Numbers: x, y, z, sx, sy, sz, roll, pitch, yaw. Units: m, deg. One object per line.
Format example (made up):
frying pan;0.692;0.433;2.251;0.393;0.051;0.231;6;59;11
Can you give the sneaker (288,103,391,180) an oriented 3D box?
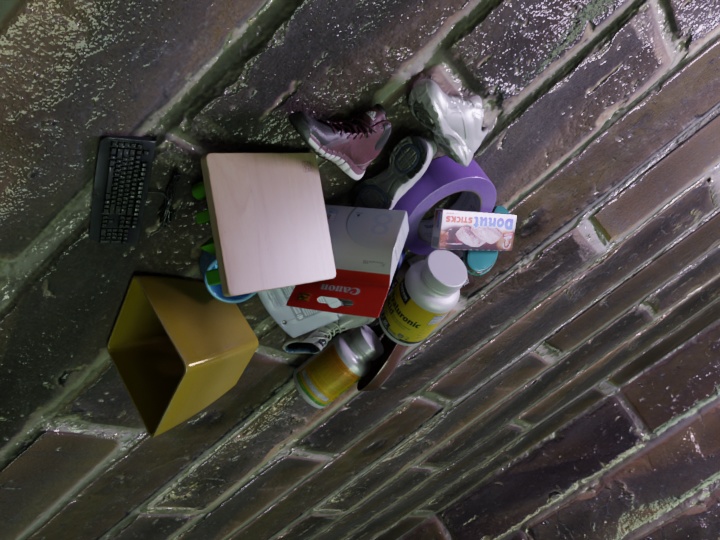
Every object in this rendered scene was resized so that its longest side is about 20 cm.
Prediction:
sneaker;-0.021;-0.220;1.020;0.115;0.076;0.200;-43;155;12

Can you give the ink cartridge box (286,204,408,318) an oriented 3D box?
ink cartridge box;-0.022;-0.021;1.095;0.159;0.201;0.047;7;139;18

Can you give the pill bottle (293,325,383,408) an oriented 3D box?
pill bottle;-0.047;0.213;1.528;0.200;0.111;0.111;-40;145;16

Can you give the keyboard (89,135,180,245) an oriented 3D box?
keyboard;-0.320;-0.111;0.977;0.126;0.021;0.201;-5;141;-31

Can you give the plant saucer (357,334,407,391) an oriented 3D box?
plant saucer;0.060;0.195;1.534;0.201;0.034;0.200;-56;-175;7

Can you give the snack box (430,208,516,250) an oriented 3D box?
snack box;0.216;-0.075;1.271;0.199;0.024;0.072;0;100;-37

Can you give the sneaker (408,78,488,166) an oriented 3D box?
sneaker;0.149;-0.259;1.095;0.100;0.078;0.200;-50;145;1

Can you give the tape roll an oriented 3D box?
tape roll;0.155;-0.121;1.277;0.199;0.066;0.201;-20;145;-15

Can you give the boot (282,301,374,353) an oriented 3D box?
boot;-0.062;0.120;1.335;0.199;0.096;0.074;-12;133;27

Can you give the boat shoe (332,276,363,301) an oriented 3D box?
boat shoe;0.000;0.000;1.172;0.073;0.200;0.061;-7;121;17

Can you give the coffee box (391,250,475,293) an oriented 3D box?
coffee box;0.137;0.027;1.446;0.199;0.080;0.113;-30;146;1

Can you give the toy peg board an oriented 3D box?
toy peg board;-0.157;-0.070;1.029;0.198;0.201;0.097;-10;-179;-43

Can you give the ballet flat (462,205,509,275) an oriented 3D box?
ballet flat;0.245;-0.050;1.365;0.070;0.067;0.200;-43;-169;52

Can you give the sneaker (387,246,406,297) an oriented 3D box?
sneaker;0.019;0.028;1.334;0.078;0.089;0.201;27;121;-4

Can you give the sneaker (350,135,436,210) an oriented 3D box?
sneaker;0.062;-0.152;1.163;0.200;0.075;0.087;-41;170;33

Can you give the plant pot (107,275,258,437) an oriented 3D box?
plant pot;-0.300;0.134;1.176;0.176;0.200;0.200;-9;143;-45

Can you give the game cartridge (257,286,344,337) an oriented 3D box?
game cartridge;-0.119;0.024;1.216;0.133;0.041;0.201;-23;120;-1

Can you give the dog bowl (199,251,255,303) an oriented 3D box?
dog bowl;-0.181;-0.021;1.131;0.200;0.050;0.112;-36;119;10

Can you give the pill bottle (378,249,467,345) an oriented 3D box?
pill bottle;0.120;0.050;1.279;0.111;0.112;0.200;-6;149;-30
